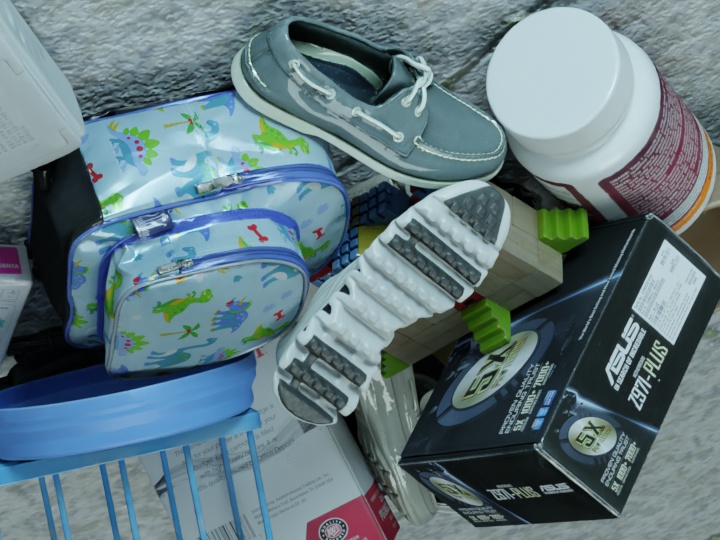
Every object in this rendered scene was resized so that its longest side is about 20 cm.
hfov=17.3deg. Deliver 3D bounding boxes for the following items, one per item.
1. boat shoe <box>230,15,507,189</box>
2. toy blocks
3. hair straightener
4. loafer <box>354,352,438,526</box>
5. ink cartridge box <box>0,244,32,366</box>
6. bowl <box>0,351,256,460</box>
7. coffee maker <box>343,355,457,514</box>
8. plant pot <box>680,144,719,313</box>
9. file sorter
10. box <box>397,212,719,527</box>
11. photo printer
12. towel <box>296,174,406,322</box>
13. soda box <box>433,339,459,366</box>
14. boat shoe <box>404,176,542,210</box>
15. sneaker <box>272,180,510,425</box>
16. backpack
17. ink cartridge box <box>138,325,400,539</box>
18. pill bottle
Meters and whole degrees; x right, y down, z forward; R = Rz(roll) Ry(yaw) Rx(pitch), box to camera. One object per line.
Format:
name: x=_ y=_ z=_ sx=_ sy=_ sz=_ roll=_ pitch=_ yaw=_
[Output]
boat shoe: x=0.017 y=-0.110 z=1.526 sx=0.200 sy=0.073 sz=0.062 roll=20 pitch=141 yaw=-22
toy blocks: x=0.039 y=-0.009 z=1.643 sx=0.137 sy=0.100 sz=0.200 roll=29 pitch=137 yaw=-34
hair straightener: x=-0.206 y=0.045 z=1.733 sx=0.200 sy=0.041 sz=0.077 roll=-14 pitch=143 yaw=-3
loafer: x=0.030 y=0.106 z=1.809 sx=0.070 sy=0.070 sz=0.200 roll=-25 pitch=120 yaw=-13
ink cartridge box: x=-0.309 y=0.053 z=1.641 sx=0.119 sy=0.042 sz=0.200 roll=3 pitch=139 yaw=-22
bowl: x=-0.168 y=0.092 z=1.639 sx=0.200 sy=0.039 sz=0.201 roll=-10 pitch=-175 yaw=1
coffee maker: x=0.033 y=0.109 z=1.929 sx=0.200 sy=0.135 sz=0.193 roll=-12 pitch=120 yaw=-19
plant pot: x=0.239 y=-0.037 z=1.821 sx=0.200 sy=0.093 sz=0.201 roll=-18 pitch=152 yaw=-10
file sorter: x=-0.170 y=0.171 z=1.681 sx=0.200 sy=0.123 sz=0.139 roll=-12 pitch=-174 yaw=-13
box: x=0.141 y=0.071 z=1.652 sx=0.086 sy=0.200 sz=0.164 roll=40 pitch=154 yaw=-23
photo printer: x=-0.282 y=-0.093 z=1.398 sx=0.200 sy=0.070 sz=0.166 roll=-23 pitch=152 yaw=5
towel: x=0.000 y=0.000 z=1.787 sx=0.132 sy=0.035 sz=0.200 roll=-27 pitch=151 yaw=9
soda box: x=0.151 y=0.074 z=1.847 sx=0.200 sy=0.064 sz=0.068 roll=24 pitch=100 yaw=-35
boat shoe: x=0.109 y=-0.033 z=1.766 sx=0.063 sy=0.073 sz=0.200 roll=-29 pitch=146 yaw=21
sneaker: x=0.014 y=0.011 z=1.568 sx=0.200 sy=0.081 sz=0.075 roll=-43 pitch=109 yaw=6
backpack: x=-0.106 y=-0.024 z=1.557 sx=0.200 sy=0.147 sz=0.183 roll=-18 pitch=156 yaw=-17
ink cartridge box: x=-0.080 y=0.147 z=1.809 sx=0.145 sy=0.200 sz=0.083 roll=-27 pitch=-179 yaw=10
pill bottle: x=0.167 y=-0.099 z=1.644 sx=0.114 sy=0.114 sz=0.200 roll=-29 pitch=151 yaw=13
